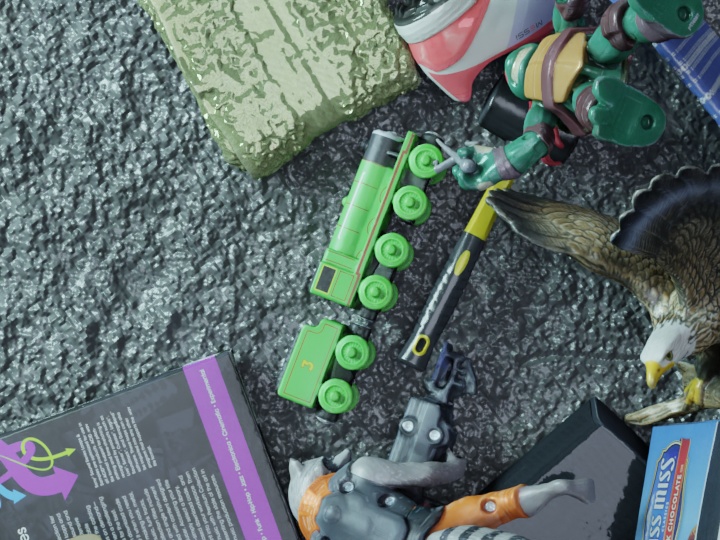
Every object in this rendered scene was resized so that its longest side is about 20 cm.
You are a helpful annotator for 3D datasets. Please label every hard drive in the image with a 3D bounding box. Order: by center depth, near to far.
[{"bbox_3d":[0.172,0.196,0.970,0.135,0.042,0.200,-40,91,-2],"label":"hard drive"}]

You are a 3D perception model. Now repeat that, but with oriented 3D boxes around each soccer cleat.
[{"bbox_3d":[0.115,-0.190,0.966,0.200,0.068,0.073,-37,113,-9],"label":"soccer cleat"}]

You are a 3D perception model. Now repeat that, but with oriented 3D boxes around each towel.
[{"bbox_3d":[0.228,-0.105,0.933,0.024,0.145,0.200,-40,91,25],"label":"towel"},{"bbox_3d":[-0.062,-0.175,0.969,0.148,0.036,0.200,-30,90,-3],"label":"towel"}]

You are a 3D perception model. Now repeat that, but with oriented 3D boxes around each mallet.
[{"bbox_3d":[0.068,-0.034,0.965,0.066,0.041,0.200,34,86,1],"label":"mallet"}]

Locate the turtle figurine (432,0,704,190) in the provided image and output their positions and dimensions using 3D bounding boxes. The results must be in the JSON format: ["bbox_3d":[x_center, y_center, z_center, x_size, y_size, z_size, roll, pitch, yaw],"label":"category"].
[{"bbox_3d":[0.114,-0.119,0.872,0.101,0.200,0.150,1,94,-24],"label":"turtle figurine"}]

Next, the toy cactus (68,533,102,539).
[{"bbox_3d":[-0.147,0.240,0.911,0.200,0.102,0.165,-15,115,5],"label":"toy cactus"}]

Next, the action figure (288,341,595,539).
[{"bbox_3d":[0.040,0.137,0.922,0.193,0.105,0.200,7,79,30],"label":"action figure"}]

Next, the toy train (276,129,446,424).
[{"bbox_3d":[0.000,0.000,0.969,0.056,0.042,0.200,20,89,9],"label":"toy train"}]

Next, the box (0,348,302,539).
[{"bbox_3d":[-0.152,0.151,0.962,0.200,0.036,0.143,-20,91,-4],"label":"box"}]

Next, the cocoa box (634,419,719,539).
[{"bbox_3d":[0.280,0.174,0.898,0.200,0.131,0.134,17,77,-19],"label":"cocoa box"}]

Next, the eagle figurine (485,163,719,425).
[{"bbox_3d":[0.188,0.007,0.900,0.152,0.151,0.200,-28,109,11],"label":"eagle figurine"}]
